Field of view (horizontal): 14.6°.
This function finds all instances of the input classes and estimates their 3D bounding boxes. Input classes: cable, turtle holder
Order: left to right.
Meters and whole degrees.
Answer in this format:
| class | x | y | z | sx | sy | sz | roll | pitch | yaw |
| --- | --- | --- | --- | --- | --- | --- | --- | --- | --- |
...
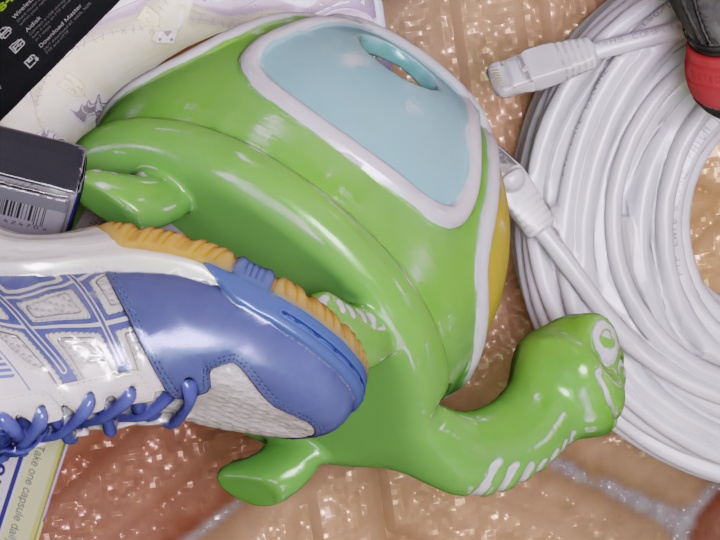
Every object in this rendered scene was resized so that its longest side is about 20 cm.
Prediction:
| class | x | y | z | sx | sy | sz | roll | pitch | yaw |
| --- | --- | --- | --- | --- | --- | --- | --- | --- | --- |
| turtle holder | -0.004 | -0.009 | 0.927 | 0.185 | 0.141 | 0.132 | 20 | 52 | 24 |
| cable | 0.152 | -0.020 | 1.021 | 0.200 | 0.069 | 0.200 | -25 | 99 | -7 |

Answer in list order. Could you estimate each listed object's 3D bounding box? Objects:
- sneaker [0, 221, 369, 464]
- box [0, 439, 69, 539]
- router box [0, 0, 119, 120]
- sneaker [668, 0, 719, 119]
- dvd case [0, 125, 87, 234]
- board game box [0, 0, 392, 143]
| class | x | y | z | sx | sy | sz | roll | pitch | yaw |
| --- | --- | --- | --- | --- | --- | --- | --- | --- | --- |
| sneaker | -0.099 | 0.031 | 0.824 | 0.200 | 0.075 | 0.088 | 14 | 60 | -5 |
| box | -0.211 | 0.067 | 0.903 | 0.200 | 0.176 | 0.097 | 21 | 58 | -10 |
| router box | -0.128 | -0.144 | 0.923 | 0.200 | 0.150 | 0.062 | -46 | 144 | -3 |
| sneaker | 0.170 | -0.143 | 0.944 | 0.200 | 0.071 | 0.098 | -45 | 121 | -20 |
| dvd case | -0.177 | 0.001 | 0.910 | 0.150 | 0.200 | 0.025 | 14 | 58 | -8 |
| board game box | -0.085 | -0.047 | 1.000 | 0.200 | 0.032 | 0.120 | -11 | 101 | -9 |
